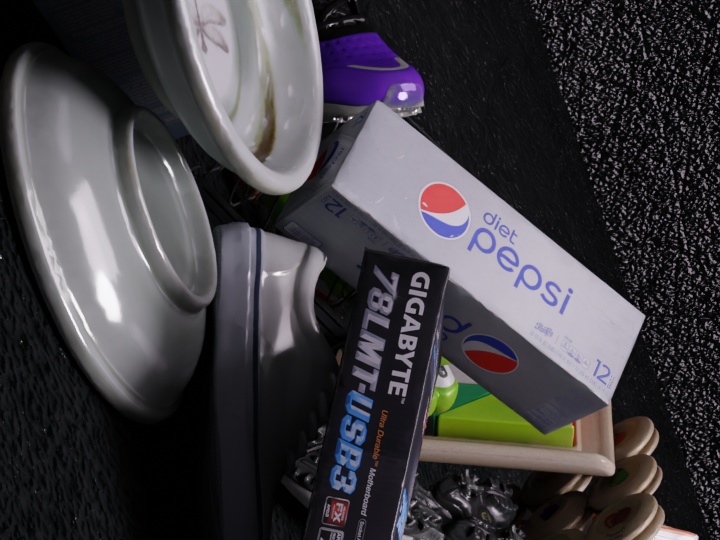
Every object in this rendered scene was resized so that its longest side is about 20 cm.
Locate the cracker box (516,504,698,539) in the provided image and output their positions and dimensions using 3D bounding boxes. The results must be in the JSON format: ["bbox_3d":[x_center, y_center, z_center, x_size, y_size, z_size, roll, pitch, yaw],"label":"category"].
[{"bbox_3d":[0.136,0.252,1.529,0.134,0.058,0.200,0,-103,63],"label":"cracker box"}]

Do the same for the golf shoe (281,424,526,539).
[{"bbox_3d":[0.006,0.149,1.434,0.200,0.094,0.078,29,37,-33],"label":"golf shoe"}]

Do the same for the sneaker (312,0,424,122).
[{"bbox_3d":[-0.036,-0.147,1.373,0.070,0.200,0.100,-7,112,-38],"label":"sneaker"}]

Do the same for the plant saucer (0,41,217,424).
[{"bbox_3d":[-0.114,-0.025,1.208,0.200,0.050,0.200,-18,90,-77],"label":"plant saucer"}]

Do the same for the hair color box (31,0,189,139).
[{"bbox_3d":[-0.137,-0.167,1.289,0.200,0.061,0.099,59,18,-48],"label":"hair color box"}]

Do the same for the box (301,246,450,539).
[{"bbox_3d":[0.001,0.110,1.209,0.200,0.050,0.199,90,11,-75],"label":"box"}]

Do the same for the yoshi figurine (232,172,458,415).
[{"bbox_3d":[0.012,-0.009,1.489,0.200,0.112,0.112,58,-10,13],"label":"yoshi figurine"}]

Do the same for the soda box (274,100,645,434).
[{"bbox_3d":[0.056,0.000,1.317,0.200,0.063,0.068,37,54,-15],"label":"soda box"}]

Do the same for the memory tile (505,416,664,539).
[{"bbox_3d":[0.101,0.167,1.519,0.017,0.200,0.153,54,19,-17],"label":"memory tile"}]

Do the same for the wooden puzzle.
[{"bbox_3d":[0.070,0.073,1.567,0.200,0.185,0.037,-81,175,-68],"label":"wooden puzzle"}]

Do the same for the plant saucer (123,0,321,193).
[{"bbox_3d":[-0.077,-0.134,1.227,0.200,0.050,0.200,-11,90,-73],"label":"plant saucer"}]

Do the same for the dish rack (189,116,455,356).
[{"bbox_3d":[-0.017,-0.031,1.384,0.153,0.055,0.200,44,34,13],"label":"dish rack"}]

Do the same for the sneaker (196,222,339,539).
[{"bbox_3d":[-0.045,0.066,1.241,0.073,0.071,0.200,117,-24,-62],"label":"sneaker"}]
